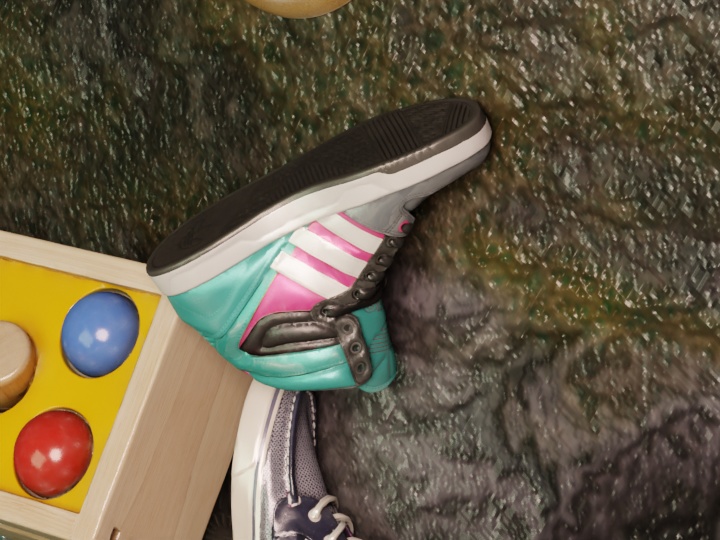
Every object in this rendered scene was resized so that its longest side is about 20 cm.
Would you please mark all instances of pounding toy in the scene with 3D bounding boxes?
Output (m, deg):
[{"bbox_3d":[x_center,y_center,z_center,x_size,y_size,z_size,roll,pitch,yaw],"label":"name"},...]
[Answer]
[{"bbox_3d":[-0.190,0.078,1.448,0.199,0.142,0.185,13,76,31],"label":"pounding toy"}]

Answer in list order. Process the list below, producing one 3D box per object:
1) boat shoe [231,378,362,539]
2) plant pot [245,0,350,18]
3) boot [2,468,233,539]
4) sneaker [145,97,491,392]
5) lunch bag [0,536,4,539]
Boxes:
[{"bbox_3d":[-0.020,0.153,1.422,0.092,0.075,0.202,3,88,19],"label":"boat shoe"},{"bbox_3d":[-0.045,-0.239,1.410,0.199,0.027,0.202,7,100,46],"label":"plant pot"},{"bbox_3d":[-0.140,0.199,1.542,0.200,0.072,0.183,-36,56,36],"label":"boot"},{"bbox_3d":[0.000,0.000,1.360,0.199,0.084,0.121,-26,113,17],"label":"sneaker"},{"bbox_3d":[-0.296,0.231,1.678,0.170,0.122,0.200,-37,90,39],"label":"lunch bag"}]
